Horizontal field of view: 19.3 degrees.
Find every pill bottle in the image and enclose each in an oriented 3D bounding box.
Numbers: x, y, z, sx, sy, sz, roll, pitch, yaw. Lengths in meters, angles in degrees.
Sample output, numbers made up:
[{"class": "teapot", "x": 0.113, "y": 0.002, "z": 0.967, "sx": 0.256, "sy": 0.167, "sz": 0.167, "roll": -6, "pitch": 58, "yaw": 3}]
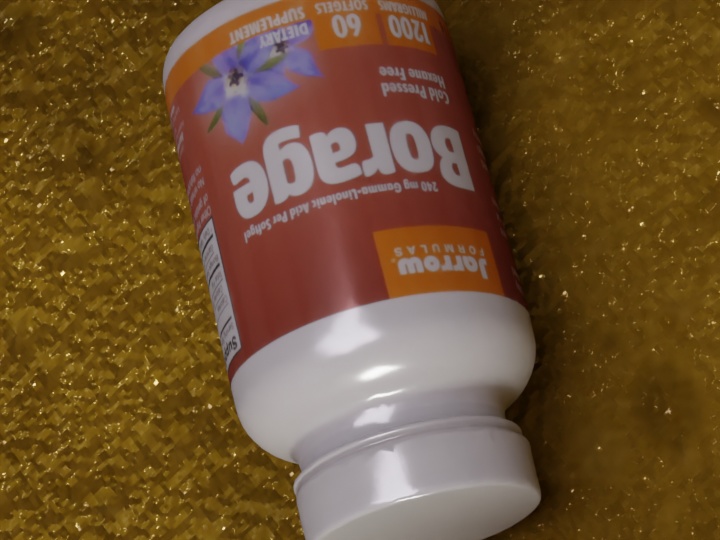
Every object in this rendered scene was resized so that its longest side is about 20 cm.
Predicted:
[{"class": "pill bottle", "x": 0.000, "y": 0.000, "z": 0.776, "sx": 0.112, "sy": 0.112, "sz": 0.200, "roll": -22, "pitch": 67, "yaw": 18}]
